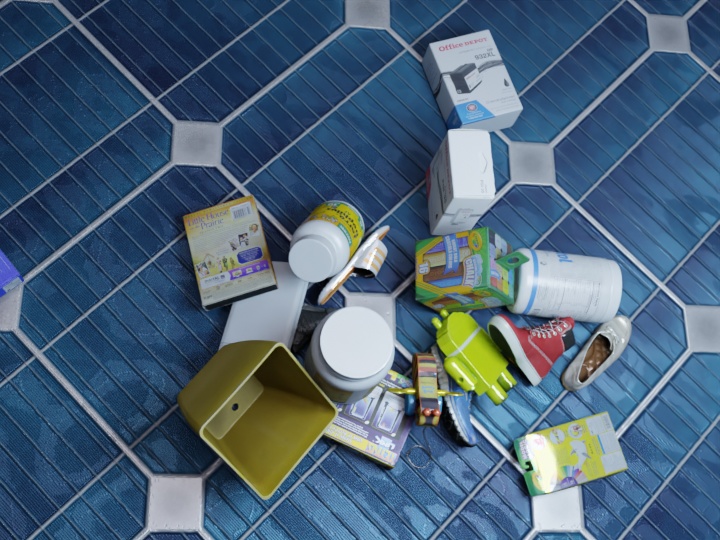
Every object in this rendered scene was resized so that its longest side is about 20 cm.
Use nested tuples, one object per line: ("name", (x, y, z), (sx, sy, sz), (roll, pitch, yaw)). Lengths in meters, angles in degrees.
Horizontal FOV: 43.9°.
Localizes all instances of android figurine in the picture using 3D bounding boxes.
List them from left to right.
("android figurine", (0.210, 0.157, 1.679), (0.200, 0.041, 0.182), (49, 31, 2))

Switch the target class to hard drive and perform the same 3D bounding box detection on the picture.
("hard drive", (-0.177, 0.074, 1.673), (0.132, 0.027, 0.200), (4, 60, 16))

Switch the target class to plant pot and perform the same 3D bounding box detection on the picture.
("plant pot", (-0.199, 0.238, 1.550), (0.200, 0.176, 0.200), (-49, 125, -20))

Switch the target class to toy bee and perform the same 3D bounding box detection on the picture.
("toy bee", (0.125, 0.237, 1.599), (0.131, 0.109, 0.200), (-17, 74, -14))

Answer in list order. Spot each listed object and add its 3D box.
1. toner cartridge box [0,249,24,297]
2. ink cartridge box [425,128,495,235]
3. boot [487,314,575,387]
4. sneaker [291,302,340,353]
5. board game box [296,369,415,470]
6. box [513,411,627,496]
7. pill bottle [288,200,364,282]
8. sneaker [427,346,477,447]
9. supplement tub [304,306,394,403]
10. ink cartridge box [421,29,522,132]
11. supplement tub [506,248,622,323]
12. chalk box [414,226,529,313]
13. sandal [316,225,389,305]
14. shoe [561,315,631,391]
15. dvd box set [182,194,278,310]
("toner cartridge box", (-0.724, -0.033, 1.654), (0.095, 0.043, 0.200), (-37, 81, -19))
("ink cartridge box", (0.192, -0.171, 1.757), (0.083, 0.200, 0.147), (0, 71, -9))
("boot", (0.330, 0.114, 1.690), (0.144, 0.200, 0.072), (-44, 40, -4))
("sneaker", (-0.105, 0.116, 1.689), (0.200, 0.060, 0.104), (14, 65, 5))
("board game box", (0.002, 0.252, 1.662), (0.200, 0.057, 0.165), (26, 72, 1))
("box", (0.392, 0.350, 1.694), (0.200, 0.048, 0.117), (-12, 74, -15))
("pill bottle", (-0.066, -0.053, 1.671), (0.113, 0.200, 0.113), (5, 112, 12))
("sneaker", (0.192, 0.233, 1.686), (0.089, 0.079, 0.200), (-11, 73, -10))
("supplement tub", (-0.019, 0.147, 1.558), (0.145, 0.200, 0.145), (3, 72, -8))
("ink cartridge box", (0.236, -0.395, 1.902), (0.145, 0.084, 0.200), (-16, 75, -13))
("supplement tub", (0.395, 0.030, 1.758), (0.200, 0.132, 0.132), (6, 71, -7))
("chalk box", (0.218, 0.000, 1.694), (0.200, 0.125, 0.124), (-10, 68, 31))
("sandal", (-0.001, 0.002, 1.740), (0.059, 0.079, 0.207), (40, 79, 5))
("shoe", (0.476, 0.161, 1.766), (0.070, 0.053, 0.200), (43, 71, 7))
("dvd box set", (-0.249, -0.035, 1.703), (0.146, 0.029, 0.200), (-18, 66, -1))
